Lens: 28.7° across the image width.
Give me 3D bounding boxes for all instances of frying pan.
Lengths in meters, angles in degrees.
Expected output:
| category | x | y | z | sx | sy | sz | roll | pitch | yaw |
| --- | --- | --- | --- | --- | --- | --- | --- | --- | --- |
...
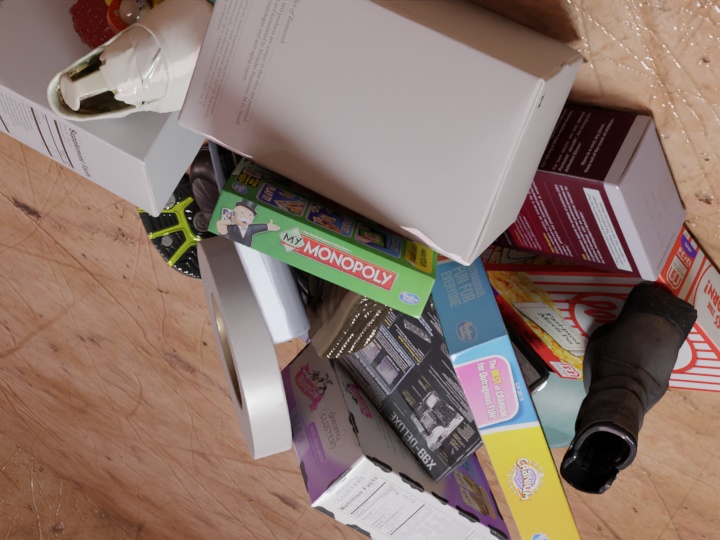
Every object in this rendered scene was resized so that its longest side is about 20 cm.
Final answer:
| category | x | y | z | sx | sy | sz | roll | pitch | yaw |
| --- | --- | --- | --- | --- | --- | --- | --- | --- | --- |
| frying pan | -0.103 | -0.031 | 1.305 | 0.114 | 0.031 | 0.191 | 13 | 136 | 55 |

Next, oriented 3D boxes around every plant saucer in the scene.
| category | x | y | z | sx | sy | sz | roll | pitch | yaw |
| --- | --- | --- | --- | --- | --- | --- | --- | --- | --- |
| plant saucer | 0.143 | 0.131 | 1.288 | 0.198 | 0.039 | 0.201 | 8 | 161 | 3 |

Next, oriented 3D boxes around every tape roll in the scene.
| category | x | y | z | sx | sy | sz | roll | pitch | yaw |
| --- | --- | --- | --- | --- | --- | --- | --- | --- | --- |
| tape roll | -0.104 | 0.067 | 1.258 | 0.203 | 0.037 | 0.206 | 165 | 90 | -81 |

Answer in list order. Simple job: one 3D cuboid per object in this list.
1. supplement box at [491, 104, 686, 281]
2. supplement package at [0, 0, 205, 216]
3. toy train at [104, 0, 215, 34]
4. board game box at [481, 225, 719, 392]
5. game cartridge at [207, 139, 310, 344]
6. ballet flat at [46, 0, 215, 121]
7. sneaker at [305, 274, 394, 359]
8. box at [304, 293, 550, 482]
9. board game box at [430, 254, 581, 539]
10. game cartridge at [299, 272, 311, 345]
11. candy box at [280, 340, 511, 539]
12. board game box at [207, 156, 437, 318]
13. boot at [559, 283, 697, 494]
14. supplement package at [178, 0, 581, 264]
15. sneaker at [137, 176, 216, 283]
| category | x | y | z | sx | sy | sz | roll | pitch | yaw |
| --- | --- | --- | --- | --- | --- | --- | --- | --- | --- |
| supplement box | 0.114 | -0.064 | 0.975 | 0.198 | 0.061 | 0.109 | 14 | 153 | 35 |
| supplement package | -0.220 | -0.156 | 1.117 | 0.198 | 0.122 | 0.120 | 28 | 163 | 6 |
| toy train | -0.147 | -0.206 | 0.972 | 0.198 | 0.056 | 0.151 | 26 | 148 | 24 |
| board game box | 0.196 | 0.029 | 1.084 | 0.199 | 0.047 | 0.151 | 0 | 143 | 51 |
| game cartridge | -0.082 | -0.030 | 1.144 | 0.201 | 0.040 | 0.135 | -111 | 6 | -62 |
| ballet flat | -0.157 | -0.133 | 0.953 | 0.069 | 0.070 | 0.199 | 41 | 155 | -24 |
| sneaker | 0.000 | 0.000 | 1.098 | 0.200 | 0.070 | 0.076 | -47 | 57 | 53 |
| box | 0.047 | 0.060 | 1.188 | 0.200 | 0.050 | 0.158 | 50 | 142 | 12 |
| board game box | 0.096 | 0.082 | 0.989 | 0.040 | 0.154 | 0.202 | -20 | 124 | 5 |
| game cartridge | 0.015 | 0.083 | 1.446 | 0.198 | 0.039 | 0.130 | 30 | 154 | 2 |
| candy box | 0.028 | 0.170 | 1.280 | 0.199 | 0.072 | 0.169 | 34 | -158 | -34 |
| board game box | -0.015 | -0.039 | 0.893 | 0.133 | 0.029 | 0.200 | 22 | -162 | -3 |
| boot | 0.178 | 0.104 | 1.026 | 0.069 | 0.133 | 0.201 | 23 | 157 | 13 |
| supplement package | 0.014 | -0.110 | 0.853 | 0.198 | 0.121 | 0.121 | 26 | -159 | 12 |
| sneaker | -0.149 | -0.018 | 1.391 | 0.200 | 0.075 | 0.076 | 48 | 175 | -16 |
